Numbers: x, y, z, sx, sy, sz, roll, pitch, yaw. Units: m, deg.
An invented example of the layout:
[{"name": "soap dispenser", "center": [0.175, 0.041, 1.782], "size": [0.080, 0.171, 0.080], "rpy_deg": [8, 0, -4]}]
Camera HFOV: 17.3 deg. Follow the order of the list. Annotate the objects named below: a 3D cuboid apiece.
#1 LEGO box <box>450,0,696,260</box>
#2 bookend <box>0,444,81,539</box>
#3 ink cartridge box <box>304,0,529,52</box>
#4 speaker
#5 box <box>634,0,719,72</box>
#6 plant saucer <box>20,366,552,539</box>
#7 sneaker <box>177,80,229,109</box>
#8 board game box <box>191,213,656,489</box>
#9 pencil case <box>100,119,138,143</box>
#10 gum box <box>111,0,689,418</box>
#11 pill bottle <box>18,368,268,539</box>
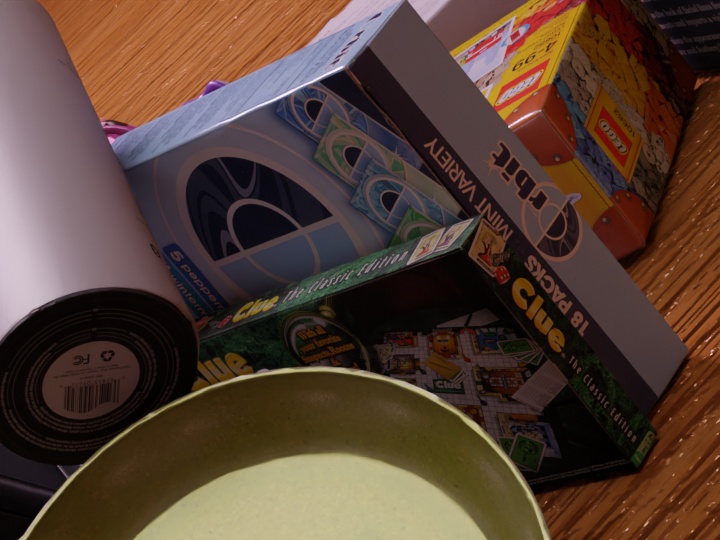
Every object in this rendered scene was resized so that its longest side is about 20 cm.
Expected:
[{"name": "LEGO box", "center": [0.041, -0.033, 1.057], "size": [0.199, 0.077, 0.149], "rpy_deg": [-31, 19, 32]}, {"name": "bookend", "center": [-0.216, 0.123, 0.891], "size": [0.092, 0.198, 0.201], "rpy_deg": [39, 104, 51]}, {"name": "ink cartridge box", "center": [0.045, -0.129, 1.294], "size": [0.136, 0.076, 0.200], "rpy_deg": [-46, 19, -18]}, {"name": "speaker", "center": [-0.124, -0.023, 0.878], "size": [0.081, 0.081, 0.200], "rpy_deg": [-38, 44, 9]}, {"name": "box", "center": [0.143, -0.196, 1.026], "size": [0.107, 0.200, 0.148], "rpy_deg": [-46, 18, -15]}, {"name": "plant saucer", "center": [-0.028, 0.125, 0.746], "size": [0.199, 0.031, 0.201], "rpy_deg": [-11, 56, 17]}, {"name": "sneaker", "center": [-0.078, -0.051, 1.351], "size": [0.080, 0.089, 0.200], "rpy_deg": [-35, 19, 14]}, {"name": "board game box", "center": [0.010, 0.045, 0.882], "size": [0.199, 0.105, 0.024], "rpy_deg": [-18, 29, 51]}, {"name": "pencil case", "center": [-0.099, -0.008, 1.127], "size": [0.090, 0.094, 0.200], "rpy_deg": [-33, -18, -3]}, {"name": "gum box", "center": [0.000, 0.000, 0.903], "size": [0.199, 0.170, 0.045], "rpy_deg": [-19, 26, 53]}, {"name": "pill bottle", "center": [-0.080, 0.132, 0.850], "size": [0.200, 0.111, 0.111], "rpy_deg": [-43, 17, -7]}]
